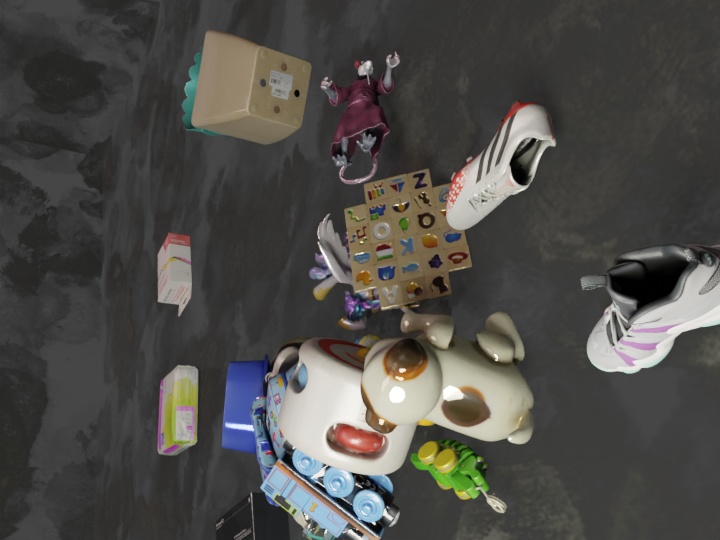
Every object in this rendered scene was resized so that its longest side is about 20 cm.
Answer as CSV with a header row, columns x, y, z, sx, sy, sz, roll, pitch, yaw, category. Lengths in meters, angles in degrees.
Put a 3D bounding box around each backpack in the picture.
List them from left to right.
x,y,z,sx,sy,sz,roll,pitch,yaw,category
-0.104,0.249,1.280,0.202,0.132,0.184,89,167,-46,backpack

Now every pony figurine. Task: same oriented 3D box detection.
x,y,z,sx,sy,sz,roll,pitch,yaw,category
0.000,0.000,1.234,0.199,0.165,0.196,-20,97,55,pony figurine

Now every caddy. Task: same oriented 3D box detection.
x,y,z,sx,sy,sz,roll,pitch,yaw,category
-0.210,0.264,1.576,0.141,0.103,0.205,127,147,-79,caddy

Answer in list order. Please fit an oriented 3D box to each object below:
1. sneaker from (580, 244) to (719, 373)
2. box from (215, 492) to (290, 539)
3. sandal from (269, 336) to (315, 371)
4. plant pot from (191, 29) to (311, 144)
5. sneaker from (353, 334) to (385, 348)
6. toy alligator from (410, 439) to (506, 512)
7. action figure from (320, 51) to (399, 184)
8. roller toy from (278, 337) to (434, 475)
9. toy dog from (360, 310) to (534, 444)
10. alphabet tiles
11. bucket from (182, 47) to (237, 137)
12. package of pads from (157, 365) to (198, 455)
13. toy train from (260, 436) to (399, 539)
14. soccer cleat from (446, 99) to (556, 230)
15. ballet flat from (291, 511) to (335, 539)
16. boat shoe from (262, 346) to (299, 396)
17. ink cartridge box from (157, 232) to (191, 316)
x,y,z,sx,sy,sz,roll,pitch,yaw,category
0.244,0.029,0.738,0.200,0.138,0.079,-48,43,45,sneaker
-0.203,0.512,1.514,0.200,0.077,0.144,-46,47,48,box
-0.111,0.148,1.455,0.058,0.079,0.201,-56,11,-27,sandal
-0.211,-0.377,1.684,0.176,0.197,0.204,15,96,51,plant pot
0.001,0.194,1.245,0.105,0.074,0.204,-142,67,-76,sneaker
0.129,0.243,0.994,0.054,0.060,0.199,-44,21,-18,toy alligator
0.012,-0.269,1.349,0.150,0.131,0.203,66,-156,-53,action figure
-0.007,0.172,1.077,0.198,0.181,0.142,23,98,30,roller toy
0.089,0.136,0.940,0.141,0.197,0.196,-62,33,32,toy dog
0.063,-0.046,1.122,0.006,0.163,0.204,61,-161,-60,alphabet tiles
-0.348,-0.431,2.000,0.206,0.133,0.212,-28,57,56,bucket
-0.465,0.356,2.067,0.154,0.067,0.204,-36,52,54,package of pads
-0.041,0.314,1.156,0.115,0.198,0.087,-56,-5,18,toy train
0.170,-0.115,1.003,0.201,0.068,0.086,-54,34,33,soccer cleat
-0.096,0.368,1.364,0.075,0.073,0.201,-68,30,23,ballet flat
-0.140,0.193,1.420,0.093,0.074,0.203,42,142,39,boat shoe
-0.522,0.013,2.274,0.117,0.066,0.203,-50,41,45,ink cartridge box
